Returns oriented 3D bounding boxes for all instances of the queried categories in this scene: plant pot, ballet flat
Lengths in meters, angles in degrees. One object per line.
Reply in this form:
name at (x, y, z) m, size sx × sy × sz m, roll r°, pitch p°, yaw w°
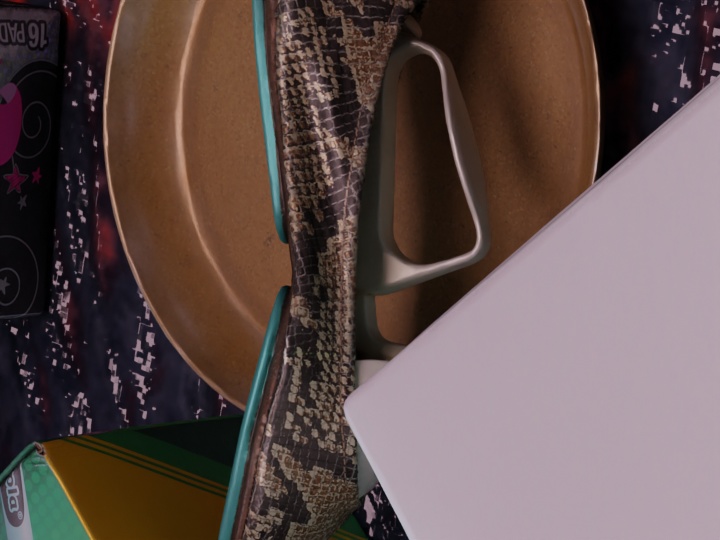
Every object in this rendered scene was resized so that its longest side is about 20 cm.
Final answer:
plant pot at (-0.002, -0.047, 0.800) m, size 0.199 × 0.027 × 0.202 m, roll 2°, pitch 93°, yaw 38°
ballet flat at (0.000, 0.000, 0.743) m, size 0.075 × 0.068 × 0.202 m, roll 4°, pitch 87°, yaw 5°

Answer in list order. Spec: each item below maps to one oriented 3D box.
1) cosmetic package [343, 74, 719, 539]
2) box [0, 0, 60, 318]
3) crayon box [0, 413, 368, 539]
cosmetic package at (0.141, 0.048, 0.578) m, size 0.166 × 0.199 × 0.168 m, roll -41°, pitch 67°, yaw 32°
box at (-0.216, -0.039, 0.862) m, size 0.132 × 0.199 × 0.116 m, roll 10°, pitch 100°, yaw 38°
crayon box at (-0.027, 0.142, 0.770) m, size 0.058 × 0.118 × 0.201 m, roll -45°, pitch 65°, yaw 31°
